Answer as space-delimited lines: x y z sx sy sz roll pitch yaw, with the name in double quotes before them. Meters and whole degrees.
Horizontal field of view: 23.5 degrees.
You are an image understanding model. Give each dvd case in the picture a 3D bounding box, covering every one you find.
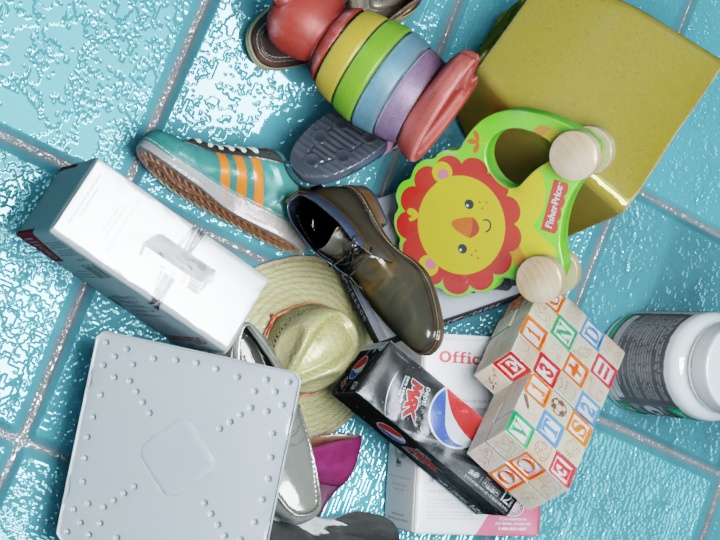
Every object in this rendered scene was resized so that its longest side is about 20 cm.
"dvd case" 0.074 -0.017 1.757 0.200 0.025 0.151 -18 68 -21

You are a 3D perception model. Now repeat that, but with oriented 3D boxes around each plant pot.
"plant pot" 0.208 -0.177 1.770 0.200 0.194 0.196 36 76 -6

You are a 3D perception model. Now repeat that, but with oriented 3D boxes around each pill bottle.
"pill bottle" 0.343 0.099 1.807 0.113 0.200 0.113 0 89 -22

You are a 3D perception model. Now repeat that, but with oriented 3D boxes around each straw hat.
"straw hat" -0.050 0.077 1.706 0.201 0.085 0.202 0 89 -23

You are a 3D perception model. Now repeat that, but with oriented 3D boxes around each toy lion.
"toy lion" 0.129 -0.065 1.671 0.191 0.069 0.201 21 109 20

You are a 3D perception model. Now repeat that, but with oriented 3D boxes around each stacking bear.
"stacking bear" 0.000 -0.204 1.652 0.200 0.121 0.114 35 84 7

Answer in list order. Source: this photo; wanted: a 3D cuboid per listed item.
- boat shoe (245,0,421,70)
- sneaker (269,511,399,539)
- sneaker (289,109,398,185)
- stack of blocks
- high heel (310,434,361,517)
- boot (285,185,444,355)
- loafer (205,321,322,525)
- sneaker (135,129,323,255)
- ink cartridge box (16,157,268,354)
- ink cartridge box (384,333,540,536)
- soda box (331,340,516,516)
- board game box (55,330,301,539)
"boat shoe" -0.019 -0.256 1.732 0.200 0.072 0.072 -20 97 -22
"sneaker" -0.064 0.277 1.693 0.200 0.086 0.081 17 48 -24
"sneaker" 0.012 -0.132 1.730 0.200 0.082 0.070 -34 67 -24
"stack of blocks" 0.172 0.118 1.677 0.115 0.059 0.200 42 44 -11
"high heel" -0.094 0.166 1.693 0.200 0.067 0.096 30 91 -34
"boot" 0.000 0.000 1.654 0.097 0.075 0.200 3 47 -48
"loafer" -0.087 0.144 1.634 0.070 0.070 0.200 -24 87 -32
"sneaker" -0.124 -0.094 1.691 0.200 0.071 0.080 31 73 -24
"ink cartridge box" -0.203 -0.012 1.612 0.200 0.144 0.084 37 76 -19
"ink cartridge box" 0.110 0.167 1.771 0.146 0.083 0.201 5 87 -22
"soda box" 0.073 0.154 1.674 0.200 0.071 0.063 40 71 -14
"board game box" -0.167 0.173 1.603 0.199 0.026 0.201 11 89 11
